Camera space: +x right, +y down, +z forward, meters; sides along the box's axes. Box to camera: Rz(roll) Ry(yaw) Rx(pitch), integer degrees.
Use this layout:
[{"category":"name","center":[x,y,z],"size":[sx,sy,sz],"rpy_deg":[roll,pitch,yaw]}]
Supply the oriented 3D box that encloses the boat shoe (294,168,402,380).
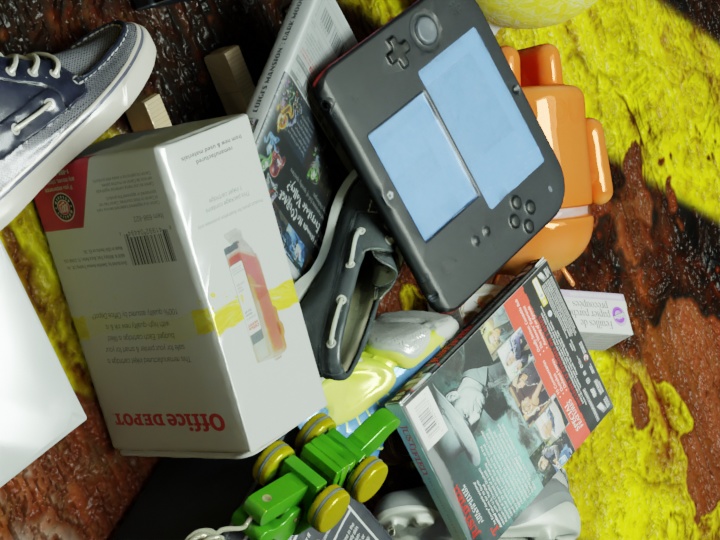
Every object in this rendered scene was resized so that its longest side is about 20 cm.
[{"category":"boat shoe","center":[0.000,0.000,1.157],"size":[0.202,0.060,0.076],"rpy_deg":[-66,149,-29]}]

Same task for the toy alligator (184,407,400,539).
[{"category":"toy alligator","center":[-0.045,0.147,0.996],"size":[0.199,0.059,0.055],"rpy_deg":[-31,147,-43]}]

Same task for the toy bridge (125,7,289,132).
[{"category":"toy bridge","center":[-0.089,-0.129,1.152],"size":[0.200,0.027,0.068],"rpy_deg":[-39,115,-39]}]

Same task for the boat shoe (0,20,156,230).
[{"category":"boat shoe","center":[-0.211,-0.115,0.992],"size":[0.201,0.074,0.093],"rpy_deg":[-55,130,-32]}]

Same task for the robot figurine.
[{"category":"robot figurine","center":[0.132,-0.083,1.312],"size":[0.143,0.115,0.203],"rpy_deg":[-11,97,-60]}]

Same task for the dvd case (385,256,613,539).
[{"category":"dvd case","center":[0.113,0.105,1.231],"size":[0.200,0.022,0.147],"rpy_deg":[-42,114,-37]}]

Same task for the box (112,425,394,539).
[{"category":"box","center":[-0.075,0.238,1.074],"size":[0.199,0.122,0.201],"rpy_deg":[53,51,-29]}]

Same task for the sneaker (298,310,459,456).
[{"category":"sneaker","center":[-0.002,0.103,1.200],"size":[0.198,0.075,0.106],"rpy_deg":[-21,111,-33]}]

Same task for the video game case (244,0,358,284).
[{"category":"video game case","center":[-0.031,-0.080,1.164],"size":[0.200,0.023,0.184],"rpy_deg":[57,48,-55]}]

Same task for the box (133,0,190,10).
[{"category":"box","center":[-0.038,-0.265,1.093],"size":[0.199,0.195,0.119],"rpy_deg":[-21,101,-43]}]

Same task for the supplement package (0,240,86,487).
[{"category":"supplement package","center":[-0.278,0.040,0.890],"size":[0.155,0.110,0.202],"rpy_deg":[-39,113,-40]}]

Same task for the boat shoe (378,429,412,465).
[{"category":"boat shoe","center":[0.083,0.102,1.283],"size":[0.199,0.067,0.073],"rpy_deg":[-22,103,-44]}]

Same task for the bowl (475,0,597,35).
[{"category":"bowl","center":[0.103,-0.253,1.282],"size":[0.199,0.201,0.108],"rpy_deg":[9,123,-44]}]

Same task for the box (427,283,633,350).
[{"category":"box","center":[0.143,0.039,1.318],"size":[0.198,0.041,0.039],"rpy_deg":[4,65,-37]}]

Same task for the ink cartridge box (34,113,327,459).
[{"category":"ink cartridge box","center":[-0.119,0.012,1.031],"size":[0.083,0.144,0.203],"rpy_deg":[-26,106,-44]}]

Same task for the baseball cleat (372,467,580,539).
[{"category":"baseball cleat","center":[0.088,0.177,1.274],"size":[0.198,0.070,0.108],"rpy_deg":[14,53,-35]}]

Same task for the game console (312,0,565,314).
[{"category":"game console","center":[0.065,-0.095,1.176],"size":[0.177,0.031,0.201],"rpy_deg":[-42,108,-40]}]
